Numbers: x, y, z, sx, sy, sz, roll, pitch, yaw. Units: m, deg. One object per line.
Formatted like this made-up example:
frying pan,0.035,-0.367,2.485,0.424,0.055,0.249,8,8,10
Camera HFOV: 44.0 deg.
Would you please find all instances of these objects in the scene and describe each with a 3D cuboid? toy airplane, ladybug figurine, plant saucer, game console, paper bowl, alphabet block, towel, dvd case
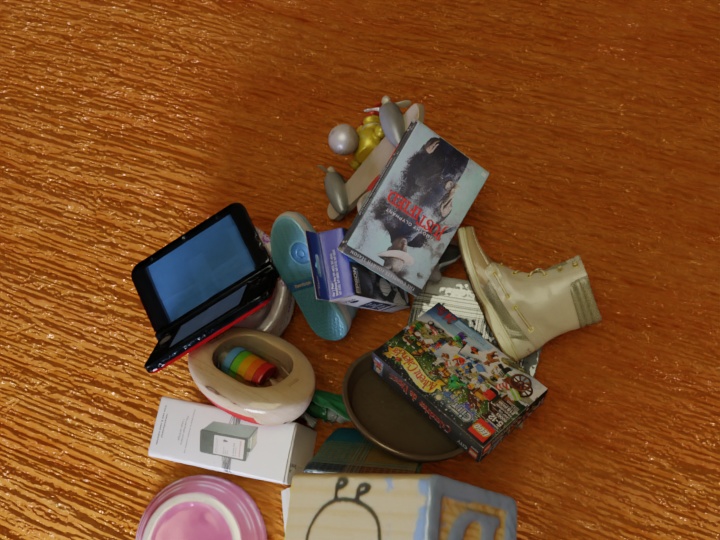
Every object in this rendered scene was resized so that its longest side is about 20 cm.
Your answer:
toy airplane,0.013,-0.154,1.280,0.140,0.199,0.202,26,95,-19
ladybug figurine,-0.146,0.144,1.185,0.199,0.073,0.135,27,44,31
plant saucer,0.070,0.181,1.199,0.197,0.030,0.201,9,39,-8
game console,-0.223,0.020,1.209,0.199,0.173,0.119,-32,104,8
paper bowl,-0.194,0.033,1.322,0.198,0.104,0.203,-2,76,10
alphabet block,0.044,0.337,1.003,0.198,0.196,0.198,-10,63,36
towel,0.013,0.249,1.190,0.145,0.200,0.022,3,96,10
towel,0.160,0.111,1.278,0.198,0.035,0.195,11,79,12
dvd case,0.075,-0.082,1.208,0.201,0.145,0.022,-58,31,2
plant saucer,-0.234,0.395,1.271,0.198,0.051,0.203,-3,76,10

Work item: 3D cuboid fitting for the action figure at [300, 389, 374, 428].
action figure,-0.057,0.195,1.272,0.198,0.118,0.055,10,91,21

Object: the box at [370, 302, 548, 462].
box,0.130,0.144,1.192,0.136,0.038,0.199,-33,58,-31

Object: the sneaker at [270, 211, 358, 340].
sneaker,-0.053,-0.015,1.283,0.079,0.131,0.202,-6,118,31

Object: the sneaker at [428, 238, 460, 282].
sneaker,0.107,-0.067,1.321,0.114,0.075,0.202,24,59,-16

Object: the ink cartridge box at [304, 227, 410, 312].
ink cartridge box,0.000,0.000,1.249,0.039,0.199,0.101,-19,74,30

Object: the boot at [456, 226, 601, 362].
boot,0.230,0.008,1.234,0.153,0.072,0.202,-25,82,7

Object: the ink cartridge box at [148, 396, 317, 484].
ink cartridge box,-0.172,0.241,1.248,0.197,0.146,0.085,9,77,11

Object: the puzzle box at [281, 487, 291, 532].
puzzle box,-0.081,0.396,1.202,0.025,0.133,0.203,-4,76,-11
